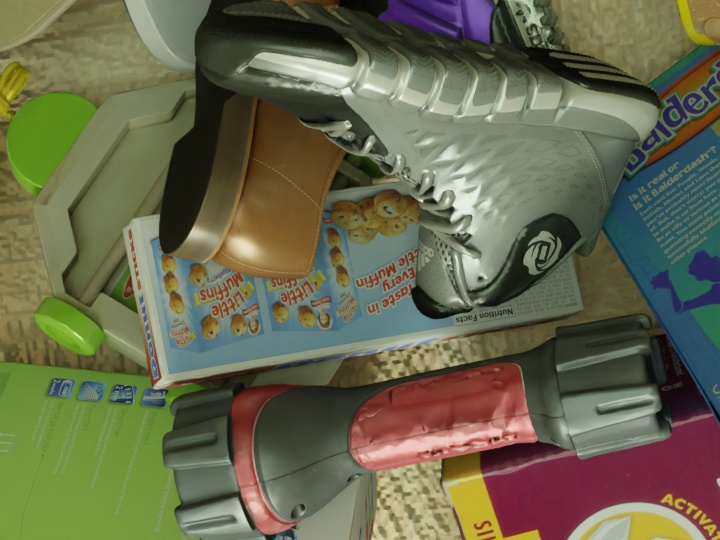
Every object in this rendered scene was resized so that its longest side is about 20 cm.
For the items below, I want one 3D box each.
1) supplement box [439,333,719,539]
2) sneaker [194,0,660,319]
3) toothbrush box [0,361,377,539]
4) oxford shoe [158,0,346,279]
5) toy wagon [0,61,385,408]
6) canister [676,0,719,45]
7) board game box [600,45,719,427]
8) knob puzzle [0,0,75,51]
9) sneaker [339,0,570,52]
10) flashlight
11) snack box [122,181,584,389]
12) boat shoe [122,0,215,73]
[{"bbox_3d":[0.148,0.103,0.784,0.199,0.103,0.132,-17,105,9],"label":"supplement box"},{"bbox_3d":[0.021,-0.036,0.713,0.199,0.075,0.116,7,110,-23],"label":"sneaker"},{"bbox_3d":[-0.099,0.128,0.798,0.199,0.146,0.086,4,136,7],"label":"toothbrush box"},{"bbox_3d":[-0.029,-0.090,0.760,0.071,0.071,0.201,19,73,-23],"label":"oxford shoe"},{"bbox_3d":[-0.084,-0.026,0.808,0.199,0.040,0.156,31,71,3],"label":"toy wagon"},{"bbox_3d":[0.216,-0.151,0.671,0.199,0.087,0.149,5,130,32],"label":"canister"},{"bbox_3d":[0.180,-0.029,0.729,0.152,0.200,0.045,-36,127,11],"label":"board game box"},{"bbox_3d":[-0.167,-0.185,0.799,0.218,0.030,0.221,1,92,33],"label":"knob puzzle"},{"bbox_3d":[0.023,-0.136,0.790,0.099,0.070,0.201,-21,90,15],"label":"sneaker"},{"bbox_3d":[0.023,0.064,0.717,0.199,0.068,0.068,-12,59,14],"label":"flashlight"},{"bbox_3d":[0.000,0.000,0.783,0.199,0.024,0.072,-9,82,-21],"label":"snack box"},{"bbox_3d":[-0.100,-0.186,0.806,0.071,0.070,0.201,-16,95,-35],"label":"boat shoe"}]
